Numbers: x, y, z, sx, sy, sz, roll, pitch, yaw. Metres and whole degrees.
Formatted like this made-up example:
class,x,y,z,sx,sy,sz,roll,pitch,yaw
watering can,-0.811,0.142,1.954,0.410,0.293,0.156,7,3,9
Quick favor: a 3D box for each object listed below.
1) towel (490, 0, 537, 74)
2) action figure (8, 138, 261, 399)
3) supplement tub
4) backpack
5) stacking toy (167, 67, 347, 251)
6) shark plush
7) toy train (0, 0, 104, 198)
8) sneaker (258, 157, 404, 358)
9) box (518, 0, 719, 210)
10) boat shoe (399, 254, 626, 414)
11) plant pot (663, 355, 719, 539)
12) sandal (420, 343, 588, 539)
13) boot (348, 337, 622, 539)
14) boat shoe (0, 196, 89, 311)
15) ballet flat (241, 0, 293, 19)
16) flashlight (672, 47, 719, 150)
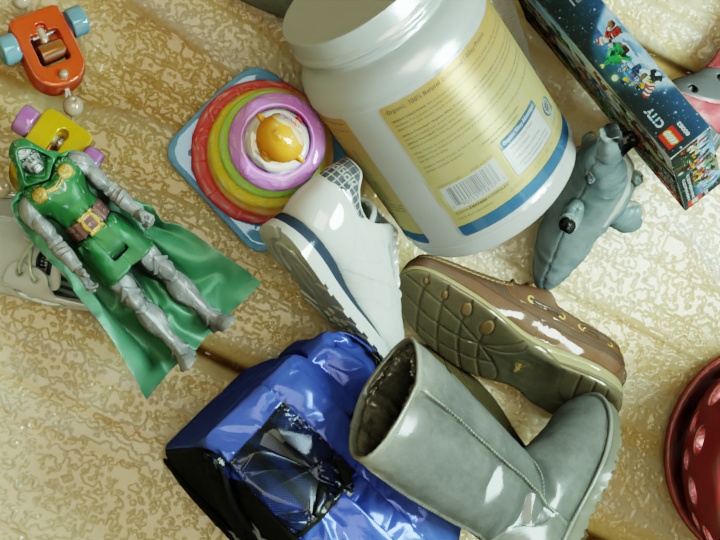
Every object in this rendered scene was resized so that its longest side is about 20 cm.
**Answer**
class,x,y,z,sx,sy,sz,roll,pitch,yaw
towel,0.058,-0.162,1.588,0.132,0.035,0.201,-23,119,-4
action figure,-0.177,-0.018,1.504,0.200,0.055,0.118,46,79,-13
supplement tub,0.048,-0.125,1.500,0.145,0.145,0.200,-40,120,-7
backpack,-0.017,0.155,1.546,0.168,0.162,0.200,-43,96,-10
stacking toy,-0.064,-0.089,1.517,0.110,0.200,0.116,-43,93,-7
shark plush,0.174,-0.049,1.564,0.091,0.200,0.083,38,68,-2
toy train,-0.270,-0.106,1.542,0.199,0.056,0.151,-29,80,-19
sneaker,0.000,0.000,1.547,0.076,0.200,0.081,30,73,31
box,0.185,-0.146,1.555,0.038,0.137,0.200,-38,71,1
boat shoe,0.116,0.044,1.621,0.200,0.072,0.068,30,47,-11
plant pot,0.332,0.150,1.594,0.199,0.182,0.202,0,89,-10
sandal,0.095,0.141,1.617,0.054,0.080,0.200,-39,101,14
boot,0.090,0.113,1.513,0.200,0.072,0.182,40,50,-22
boat shoe,-0.224,-0.011,1.558,0.199,0.067,0.074,12,88,-9
ballet flat,0.002,-0.204,1.598,0.199,0.067,0.064,-10,99,-9
flashlight,0.288,-0.174,1.647,0.068,0.068,0.200,29,83,22
